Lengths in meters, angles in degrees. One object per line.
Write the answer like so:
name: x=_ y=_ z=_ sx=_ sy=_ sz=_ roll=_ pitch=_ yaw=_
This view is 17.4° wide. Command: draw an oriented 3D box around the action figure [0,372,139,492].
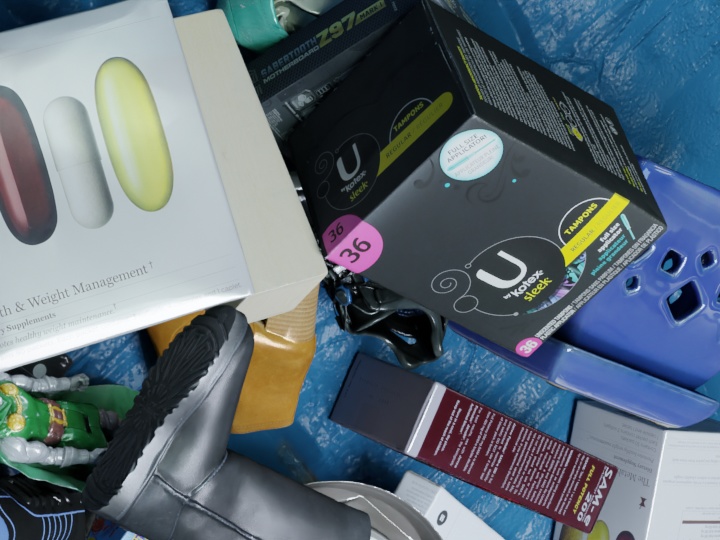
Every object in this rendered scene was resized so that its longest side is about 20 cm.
action figure: x=-0.195 y=0.108 z=1.564 sx=0.055 sy=0.118 sz=0.200 roll=-36 pitch=147 yaw=25

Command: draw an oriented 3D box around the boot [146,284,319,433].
boot: x=-0.130 y=0.050 z=1.655 sx=0.201 sy=0.071 sz=0.144 roll=9 pitch=121 yaw=-12

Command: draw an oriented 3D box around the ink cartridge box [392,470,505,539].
ink cartridge box: x=0.041 y=0.276 z=1.800 sx=0.200 sy=0.041 sz=0.200 roll=-59 pitch=144 yaw=-8

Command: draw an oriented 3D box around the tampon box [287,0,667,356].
tampon box: x=0.080 y=-0.061 z=1.612 sx=0.200 sy=0.126 sz=0.150 roll=25 pitch=122 yaw=-37

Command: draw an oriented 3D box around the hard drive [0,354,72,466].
hard drive: x=-0.301 y=0.102 z=1.568 sx=0.140 sy=0.038 sz=0.200 roll=41 pitch=76 yaw=-33

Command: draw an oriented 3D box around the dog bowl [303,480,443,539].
dog bowl: x=-0.028 y=0.247 z=1.670 sx=0.199 sy=0.059 sz=0.201 roll=0 pitch=89 yaw=-17

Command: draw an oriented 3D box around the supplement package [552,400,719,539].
supplement package: x=0.233 y=0.216 z=1.908 sx=0.109 sy=0.114 sz=0.201 roll=5 pitch=97 yaw=-36

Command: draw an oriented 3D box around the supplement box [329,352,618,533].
supplement box: x=0.088 y=0.133 z=1.796 sx=0.200 sy=0.109 sz=0.061 roll=26 pitch=86 yaw=-34

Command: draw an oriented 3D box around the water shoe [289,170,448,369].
water shoe: x=0.000 y=0.000 z=1.683 sx=0.200 sy=0.071 sz=0.079 roll=34 pitch=38 yaw=-37

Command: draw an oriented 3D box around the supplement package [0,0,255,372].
supplement package: x=-0.199 y=-0.049 z=1.491 sx=0.191 sy=0.147 sz=0.201 roll=-18 pitch=92 yaw=-20

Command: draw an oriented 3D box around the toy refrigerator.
toy refrigerator: x=-0.094 y=-0.069 z=1.589 sx=0.070 sy=0.076 sz=0.200 roll=-16 pitch=76 yaw=-27

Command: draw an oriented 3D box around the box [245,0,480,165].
box: x=0.030 y=-0.111 z=1.674 sx=0.157 sy=0.051 sz=0.200 roll=-31 pitch=135 yaw=14

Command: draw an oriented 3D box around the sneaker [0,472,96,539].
sneaker: x=-0.228 y=0.160 z=1.562 sx=0.078 sy=0.070 sz=0.200 roll=-48 pitch=165 yaw=-10

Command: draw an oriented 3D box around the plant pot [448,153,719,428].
plant pot: x=0.188 y=0.003 z=1.787 sx=0.200 sy=0.200 sz=0.180 roll=21 pitch=94 yaw=-36

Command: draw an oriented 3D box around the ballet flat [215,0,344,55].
ballet flat: x=-0.010 y=-0.161 z=1.683 sx=0.200 sy=0.070 sz=0.068 roll=21 pitch=62 yaw=-35

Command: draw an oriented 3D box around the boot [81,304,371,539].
boot: x=-0.064 y=0.136 z=1.565 sx=0.200 sy=0.066 sz=0.165 roll=35 pitch=93 yaw=-30

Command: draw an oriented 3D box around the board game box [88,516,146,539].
board game box: x=-0.129 y=0.249 z=1.705 sx=0.196 sy=0.056 sz=0.200 roll=44 pitch=75 yaw=-32
